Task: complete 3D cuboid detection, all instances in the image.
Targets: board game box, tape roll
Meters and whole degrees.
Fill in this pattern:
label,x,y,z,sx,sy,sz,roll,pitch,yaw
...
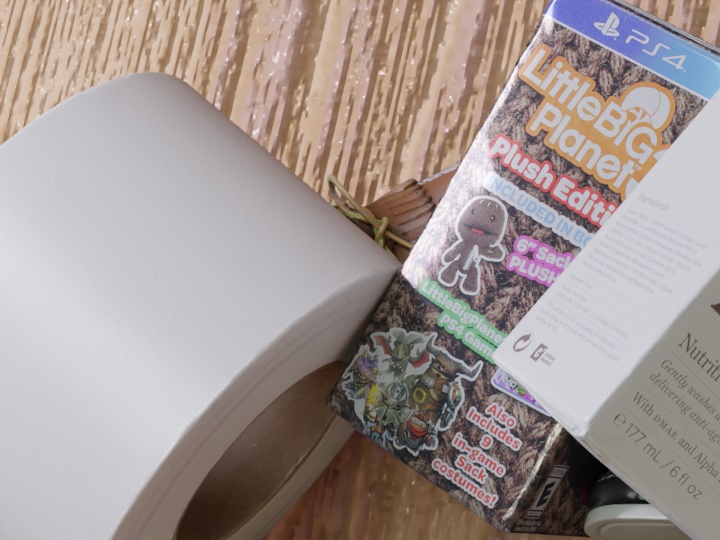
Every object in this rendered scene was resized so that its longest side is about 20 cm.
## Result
label,x,y,z,sx,sy,sz,roll,pitch,yaw
board game box,0.102,0.003,0.736,0.097,0.159,0.201,32,97,27
tape roll,-0.089,0.037,0.737,0.139,0.203,0.203,39,94,17

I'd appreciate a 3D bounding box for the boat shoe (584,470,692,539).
label,x,y,z,sx,sy,sz,roll,pitch,yaw
boat shoe,0.188,0.081,0.710,0.199,0.074,0.061,-3,73,-2

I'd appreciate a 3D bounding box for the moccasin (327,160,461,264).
label,x,y,z,sx,sy,sz,roll,pitch,yaw
moccasin,0.000,-0.002,0.842,0.201,0.078,0.074,-24,67,17

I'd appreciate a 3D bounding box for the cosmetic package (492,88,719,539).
label,x,y,z,sx,sy,sz,roll,pitch,yaw
cosmetic package,0.158,-0.001,0.615,0.200,0.113,0.081,-50,25,1
